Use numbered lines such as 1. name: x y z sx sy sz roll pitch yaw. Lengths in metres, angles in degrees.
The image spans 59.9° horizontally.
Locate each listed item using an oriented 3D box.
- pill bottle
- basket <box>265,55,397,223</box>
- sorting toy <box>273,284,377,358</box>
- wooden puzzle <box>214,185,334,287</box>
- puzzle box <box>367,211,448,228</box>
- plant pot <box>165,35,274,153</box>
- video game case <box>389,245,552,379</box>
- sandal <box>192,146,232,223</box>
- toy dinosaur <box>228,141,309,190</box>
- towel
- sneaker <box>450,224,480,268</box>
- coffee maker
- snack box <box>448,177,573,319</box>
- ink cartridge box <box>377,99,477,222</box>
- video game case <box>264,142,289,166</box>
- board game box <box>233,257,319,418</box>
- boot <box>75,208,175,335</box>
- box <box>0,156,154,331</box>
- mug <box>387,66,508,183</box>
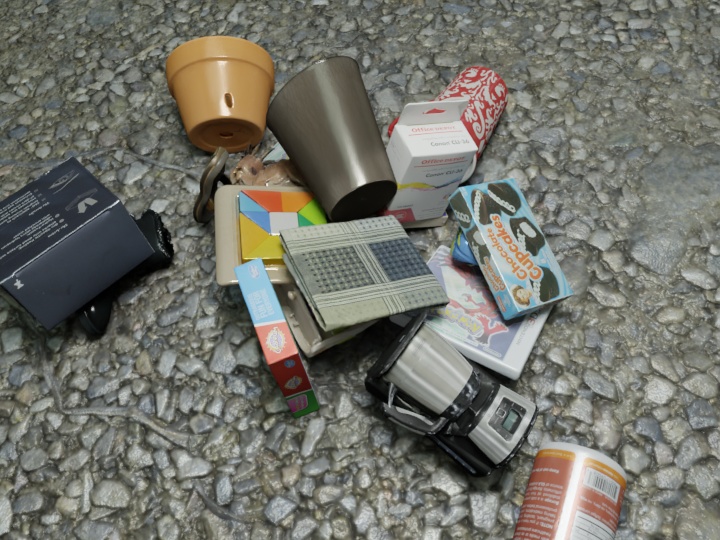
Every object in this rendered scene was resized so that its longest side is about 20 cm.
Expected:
1. pill bottle: 0.243 0.321 0.752 0.111 0.112 0.201 19 63 16
2. basket: -0.036 -0.184 0.945 0.180 0.136 0.201 -36 69 31
3. sorting toy: -0.031 0.031 0.968 0.179 0.107 0.201 -21 59 -15
4. wooden puzzle: -0.118 -0.061 0.939 0.198 0.037 0.186 -3 56 -10
5. puzzle box: 0.037 -0.128 1.059 0.198 0.025 0.134 -5 58 -20
6. plant pot: -0.252 -0.308 1.146 0.198 0.200 0.141 -7 74 1
7. video game case: 0.171 0.053 0.932 0.199 0.023 0.182 24 45 19
8. sandal: -0.235 -0.132 1.034 0.054 0.200 0.082 24 59 -10
9. toy dinosaur: -0.138 -0.163 1.078 0.198 0.086 0.136 -2 52 -2
10. towel: 0.000 0.000 0.872 0.198 0.035 0.193 -8 48 -25
11. sneaker: 0.203 -0.064 1.001 0.082 0.071 0.200 32 41 1
12. coffee maker: 0.117 0.165 0.842 0.200 0.192 0.135 39 90 3
13. snack box: 0.219 -0.036 0.917 0.115 0.037 0.201 -13 72 -31
14. ink cartridge box: 0.098 -0.162 0.958 0.116 0.201 0.068 -11 59 -23
15. video game case: -0.105 -0.169 1.134 0.182 0.023 0.200 32 66 22
16. board game box: -0.113 0.099 0.869 0.040 0.201 0.154 -21 58 -8
17. boot: -0.388 -0.005 1.033 0.161 0.074 0.199 -21 53 -4
18. box: -0.463 -0.048 0.965 0.196 0.118 0.200 -40 49 -18
19. mug: 0.157 -0.271 1.094 0.177 0.134 0.200 30 54 9
